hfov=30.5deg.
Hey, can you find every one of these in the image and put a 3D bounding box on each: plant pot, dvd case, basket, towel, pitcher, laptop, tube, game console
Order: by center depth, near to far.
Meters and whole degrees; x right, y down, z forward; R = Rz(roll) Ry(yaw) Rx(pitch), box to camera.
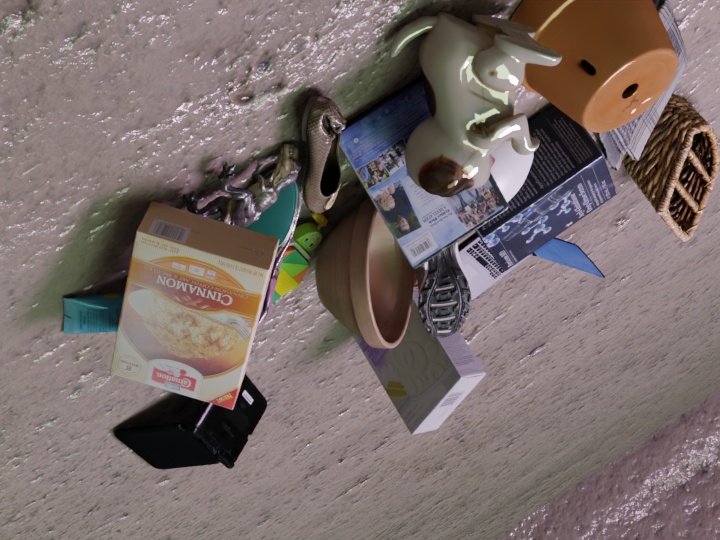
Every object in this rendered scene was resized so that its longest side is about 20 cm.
[{"bbox_3d":[0.075,-0.120,1.591,0.142,0.018,0.201,-32,110,-2],"label":"dvd case"},{"bbox_3d":[0.288,-0.264,1.593,0.199,0.141,0.201,-26,153,-15],"label":"plant pot"},{"bbox_3d":[-0.258,0.049,1.596,0.198,0.051,0.078,-4,141,-15],"label":"tube"},{"bbox_3d":[0.109,-0.126,1.658,0.200,0.121,0.172,-41,127,-8],"label":"pitcher"},{"bbox_3d":[0.000,0.000,1.728,0.092,0.203,0.201,1,162,19],"label":"plant pot"},{"bbox_3d":[0.376,-0.242,1.769,0.201,0.034,0.192,-58,154,-4],"label":"towel"},{"bbox_3d":[-0.246,0.219,1.966,0.177,0.116,0.200,-59,159,-15],"label":"game console"},{"bbox_3d":[0.486,-0.156,1.997,0.142,0.150,0.200,-38,153,12],"label":"basket"},{"bbox_3d":[0.246,0.004,2.039,0.199,0.116,0.187,-38,153,10],"label":"laptop"}]

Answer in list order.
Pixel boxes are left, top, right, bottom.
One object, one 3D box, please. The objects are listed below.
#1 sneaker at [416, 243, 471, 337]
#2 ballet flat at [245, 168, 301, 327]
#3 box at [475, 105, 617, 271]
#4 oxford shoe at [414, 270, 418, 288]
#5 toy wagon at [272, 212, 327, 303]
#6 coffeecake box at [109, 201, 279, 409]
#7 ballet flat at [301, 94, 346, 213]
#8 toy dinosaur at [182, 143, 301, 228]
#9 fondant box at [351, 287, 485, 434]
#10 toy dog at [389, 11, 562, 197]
[{"bbox_3d":[0.109,-0.008,1.801,0.073,0.202,0.079,-6,-166,1],"label":"sneaker"},{"bbox_3d":[-0.117,-0.025,1.585,0.071,0.068,0.202,-39,144,-85],"label":"ballet flat"},{"bbox_3d":[0.238,-0.115,1.832,0.199,0.108,0.148,-35,155,6],"label":"box"},{"bbox_3d":[0.052,0.004,1.872,0.200,0.072,0.071,-41,155,19],"label":"oxford shoe"},{"bbox_3d":[-0.122,-0.004,1.693,0.199,0.040,0.155,-35,155,3],"label":"toy wagon"},{"bbox_3d":[-0.191,0.042,1.508,0.152,0.073,0.201,16,122,-2],"label":"coffeecake box"},{"bbox_3d":[-0.038,-0.129,1.540,0.201,0.046,0.068,91,18,-57],"label":"ballet flat"},{"bbox_3d":[-0.148,-0.074,1.511,0.200,0.047,0.088,-47,131,5],"label":"toy dinosaur"},{"bbox_3d":[0.081,0.118,1.952,0.058,0.201,0.145,-5,143,-41],"label":"fondant box"},{"bbox_3d":[0.117,-0.178,1.496,0.192,0.140,0.202,5,113,-25],"label":"toy dog"}]
